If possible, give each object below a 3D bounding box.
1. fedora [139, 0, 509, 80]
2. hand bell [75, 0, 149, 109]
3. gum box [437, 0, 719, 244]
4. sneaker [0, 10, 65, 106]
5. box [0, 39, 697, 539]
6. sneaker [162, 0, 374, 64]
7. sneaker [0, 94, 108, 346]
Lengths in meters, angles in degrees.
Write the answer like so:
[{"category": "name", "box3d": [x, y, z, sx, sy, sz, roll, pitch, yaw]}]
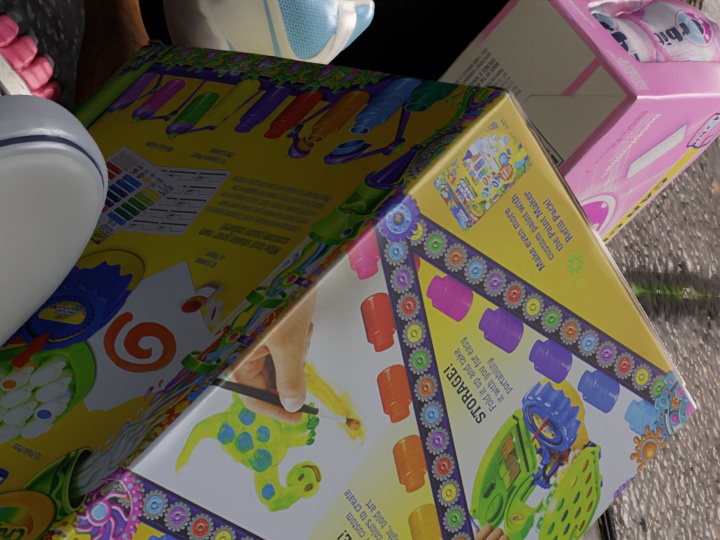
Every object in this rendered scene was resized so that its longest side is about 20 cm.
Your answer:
[{"category": "fedora", "box3d": [-0.015, -0.104, 0.978, 0.092, 0.201, 0.200, 52, 22, 26]}, {"category": "hand bell", "box3d": [-0.090, -0.108, 0.866, 0.104, 0.104, 0.201, 24, 51, -52]}, {"category": "gum box", "box3d": [0.058, -0.033, 0.991, 0.066, 0.200, 0.113, 51, 27, 17]}, {"category": "sneaker", "box3d": [-0.165, -0.083, 0.776, 0.200, 0.080, 0.075, 50, 40, -35]}, {"category": "box", "box3d": [-0.050, 0.044, 0.721, 0.193, 0.200, 0.122, -44, 119, -20]}, {"category": "sneaker", "box3d": [-0.057, -0.156, 0.816, 0.072, 0.072, 0.200, -24, 94, -17]}, {"category": "sneaker", "box3d": [-0.138, 0.038, 0.640, 0.071, 0.200, 0.073, 45, -5, 44]}]
